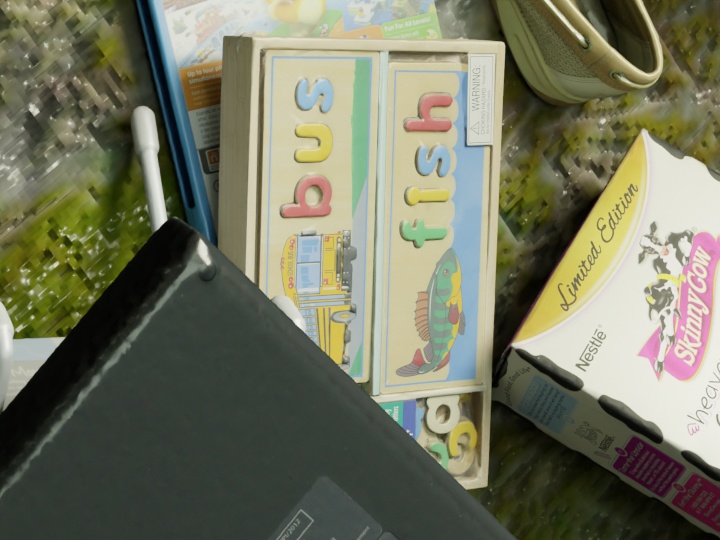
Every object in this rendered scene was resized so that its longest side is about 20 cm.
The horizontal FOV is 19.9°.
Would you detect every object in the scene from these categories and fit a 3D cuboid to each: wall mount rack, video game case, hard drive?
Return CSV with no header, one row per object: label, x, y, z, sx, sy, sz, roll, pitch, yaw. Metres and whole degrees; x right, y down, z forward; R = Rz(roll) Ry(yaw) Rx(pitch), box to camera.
wall mount rack,-0.110,0.004,0.774,0.198,0.174,0.075,0,118,-31
video game case,-0.024,-0.090,0.896,0.142,0.018,0.202,-16,96,-31
hard drive,-0.042,0.097,0.718,0.140,0.033,0.200,-50,124,-8

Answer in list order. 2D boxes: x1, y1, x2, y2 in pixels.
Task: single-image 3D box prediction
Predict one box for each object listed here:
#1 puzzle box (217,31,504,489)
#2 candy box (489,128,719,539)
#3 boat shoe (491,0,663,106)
puzzle box,0.000,0.000,0.880,0.132,0.025,0.202,-4,99,-33
candy box,0.176,0.046,0.930,0.199,0.061,0.137,30,63,7
boat shoe,0.076,-0.170,0.937,0.073,0.063,0.202,-32,104,-30
